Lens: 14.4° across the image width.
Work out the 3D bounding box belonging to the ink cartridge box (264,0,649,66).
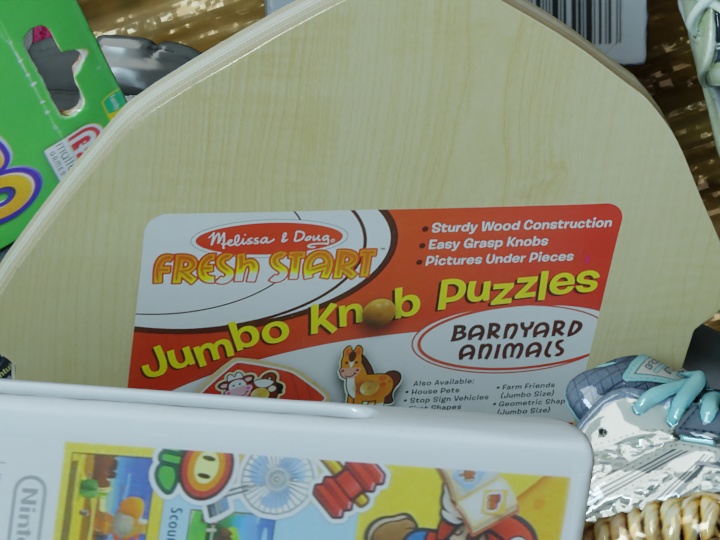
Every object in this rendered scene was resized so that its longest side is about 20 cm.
[{"bbox_3d":[0.023,-0.116,0.885,0.109,0.050,0.200,-3,23,-2],"label":"ink cartridge box"}]

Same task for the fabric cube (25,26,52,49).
[{"bbox_3d":[-0.217,-0.054,0.844,0.199,0.196,0.200,-6,59,9],"label":"fabric cube"}]

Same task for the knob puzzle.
[{"bbox_3d":[0.000,0.000,0.736,0.220,0.220,0.030,-20,41,0],"label":"knob puzzle"}]

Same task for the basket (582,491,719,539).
[{"bbox_3d":[0.143,0.110,0.660,0.143,0.200,0.149,-38,58,-9],"label":"basket"}]

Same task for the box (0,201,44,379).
[{"bbox_3d":[-0.137,0.078,0.767,0.200,0.160,0.044,-42,56,-12],"label":"box"}]

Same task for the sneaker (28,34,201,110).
[{"bbox_3d":[-0.013,-0.018,0.858,0.200,0.076,0.091,3,78,12],"label":"sneaker"}]

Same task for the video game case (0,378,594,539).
[{"bbox_3d":[-0.054,0.121,0.579,0.182,0.023,0.200,5,101,-17],"label":"video game case"}]

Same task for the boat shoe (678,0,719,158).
[{"bbox_3d":[0.121,-0.070,0.784,0.062,0.200,0.072,-32,13,-38],"label":"boat shoe"}]

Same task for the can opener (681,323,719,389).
[{"bbox_3d":[0.166,0.070,0.777,0.200,0.053,0.066,23,32,22],"label":"can opener"}]

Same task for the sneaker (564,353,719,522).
[{"bbox_3d":[0.090,0.057,0.721,0.200,0.078,0.086,-17,79,10],"label":"sneaker"}]

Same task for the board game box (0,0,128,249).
[{"bbox_3d":[-0.152,-0.010,0.672,0.200,0.096,0.030,-28,54,-4],"label":"board game box"}]
